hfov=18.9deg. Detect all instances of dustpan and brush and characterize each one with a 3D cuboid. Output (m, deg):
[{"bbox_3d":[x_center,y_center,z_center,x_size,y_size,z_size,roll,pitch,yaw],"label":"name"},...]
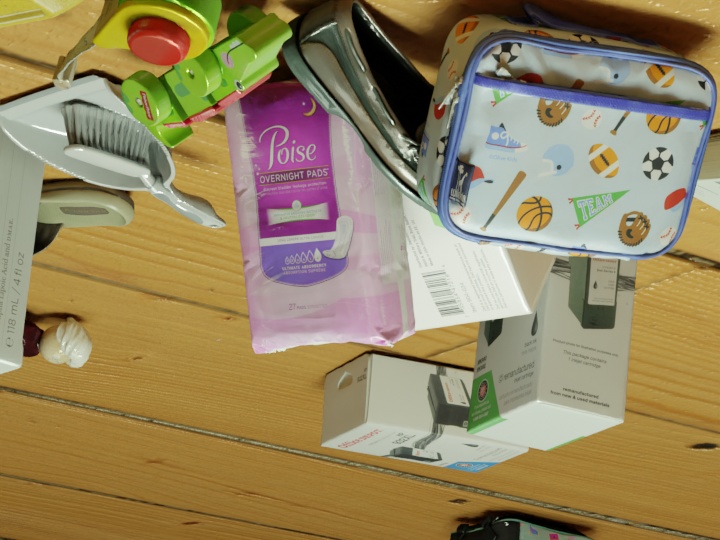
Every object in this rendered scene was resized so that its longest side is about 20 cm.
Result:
[{"bbox_3d":[-0.179,-0.086,1.729,0.139,0.058,0.199,-12,156,42],"label":"dustpan and brush"}]

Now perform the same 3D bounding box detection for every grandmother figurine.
[{"bbox_3d":[-0.383,0.072,2.300,0.198,0.061,0.121,6,172,5],"label":"grandmother figurine"}]

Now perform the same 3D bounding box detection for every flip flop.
[{"bbox_3d":[-0.293,-0.040,1.911,0.198,0.058,0.081,-2,162,19],"label":"flip flop"}]

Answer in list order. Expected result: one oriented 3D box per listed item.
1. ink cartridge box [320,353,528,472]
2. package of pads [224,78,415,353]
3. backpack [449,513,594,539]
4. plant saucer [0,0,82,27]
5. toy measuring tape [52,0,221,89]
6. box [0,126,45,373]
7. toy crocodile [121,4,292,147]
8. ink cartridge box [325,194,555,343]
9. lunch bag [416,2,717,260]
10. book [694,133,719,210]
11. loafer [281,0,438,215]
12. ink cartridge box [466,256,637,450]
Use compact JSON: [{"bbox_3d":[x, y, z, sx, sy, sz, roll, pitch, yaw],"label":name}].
[{"bbox_3d":[0.072,0.161,2.415,0.199,0.084,0.145,11,162,-20],"label":"ink cartridge box"},{"bbox_3d":[-0.028,-0.042,1.588,0.120,0.202,0.076,-4,-176,27],"label":"package of pads"},{"bbox_3d":[0.247,0.443,3.177,0.199,0.155,0.176,7,159,-30],"label":"backpack"},{"bbox_3d":[-0.290,-0.203,1.405,0.199,0.049,0.200,-7,160,30],"label":"plant saucer"},{"bbox_3d":[-0.143,-0.159,1.454,0.073,0.074,0.200,13,156,-24],"label":"toy measuring tape"},{"bbox_3d":[-0.368,-0.014,1.774,0.130,0.201,0.199,17,159,-36],"label":"box"},{"bbox_3d":[-0.107,-0.133,1.511,0.067,0.062,0.200,-38,-170,-34],"label":"toy crocodile"},{"bbox_3d":[0.030,-0.032,1.679,0.199,0.084,0.146,-9,121,28],"label":"ink cartridge box"},{"bbox_3d":[0.138,-0.094,1.477,0.198,0.161,0.076,7,-160,-19],"label":"lunch bag"},{"bbox_3d":[0.351,-0.075,1.655,0.199,0.048,0.133,-8,161,37],"label":"book"},{"bbox_3d":[0.031,-0.111,1.507,0.063,0.072,0.200,-27,122,38],"label":"loafer"},{"bbox_3d":[0.161,0.035,1.795,0.083,0.202,0.146,13,161,-17],"label":"ink cartridge box"}]
